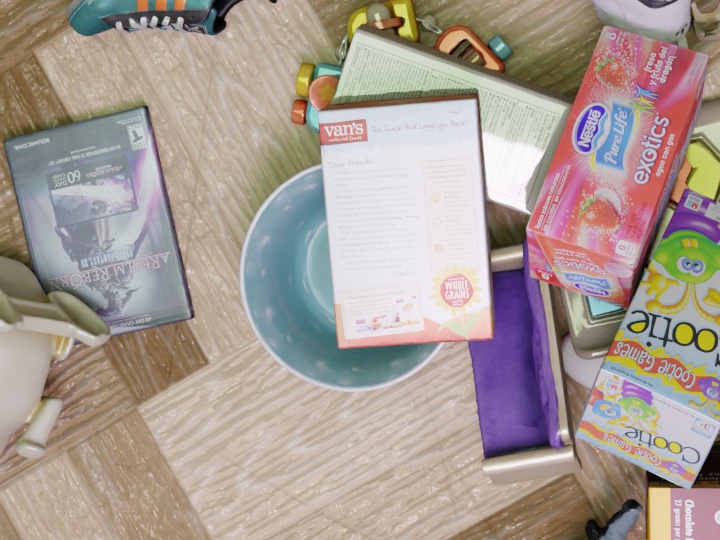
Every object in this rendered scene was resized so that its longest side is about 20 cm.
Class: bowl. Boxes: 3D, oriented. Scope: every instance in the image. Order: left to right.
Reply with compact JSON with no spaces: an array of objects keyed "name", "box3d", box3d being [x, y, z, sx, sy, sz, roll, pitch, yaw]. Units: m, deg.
[{"name":"bowl","box3d":[0.000,0.000,1.571,0.198,0.105,0.203,1,96,9]}]

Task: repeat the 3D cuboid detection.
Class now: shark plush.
[{"name":"shark plush","box3d":[0.212,0.278,1.567,0.082,0.091,0.202,10,110,-5]}]

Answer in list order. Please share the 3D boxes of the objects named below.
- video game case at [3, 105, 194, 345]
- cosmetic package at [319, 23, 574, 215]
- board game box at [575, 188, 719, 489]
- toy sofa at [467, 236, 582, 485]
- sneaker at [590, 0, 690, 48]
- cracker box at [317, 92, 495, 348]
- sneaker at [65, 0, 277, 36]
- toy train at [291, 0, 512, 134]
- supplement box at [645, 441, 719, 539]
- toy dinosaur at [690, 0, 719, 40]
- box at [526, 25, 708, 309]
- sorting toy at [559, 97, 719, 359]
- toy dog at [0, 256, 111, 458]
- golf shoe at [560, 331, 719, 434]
[{"name":"video game case","box3d":[-0.244,-0.039,1.649,0.141,0.019,0.202,-12,92,10]},{"name":"cosmetic package","box3d":[0.075,-0.131,1.519,0.198,0.073,0.105,20,103,0]},{"name":"board game box","box3d":[0.263,0.053,1.420,0.104,0.103,0.201,24,56,10]},{"name":"toy sofa","box3d":[0.134,0.076,1.525,0.082,0.098,0.202,-10,67,10]},{"name":"sneaker","box3d":[0.209,-0.248,1.527,0.075,0.116,0.199,-38,49,-22]},{"name":"cracker box","box3d":[0.040,-0.042,1.473,0.132,0.058,0.202,-3,101,7]},{"name":"sneaker","box3d":[-0.167,-0.242,1.591,0.198,0.071,0.081,-21,88,8]},{"name":"toy train","box3d":[0.030,-0.167,1.577,0.199,0.056,0.151,-39,88,10]},{"name":"supplement box","box3d":[0.339,0.227,1.492,0.195,0.200,0.135,-1,95,8]},{"name":"toy dinosaur","box3d":[0.333,-0.236,1.523,0.100,0.058,0.202,-19,92,9]},{"name":"box","box3d":[0.214,-0.086,1.472,0.094,0.103,0.202,18,71,14]},{"name":"sorting toy","box3d":[0.256,-0.038,1.542,0.183,0.036,0.202,-13,80,10]},{"name":"toy dog","box3d":[-0.354,0.098,1.614,0.193,0.139,0.201,38,109,35]},{"name":"golf shoe","box3d":[0.268,0.095,1.546,0.198,0.091,0.076,16,98,11]}]
